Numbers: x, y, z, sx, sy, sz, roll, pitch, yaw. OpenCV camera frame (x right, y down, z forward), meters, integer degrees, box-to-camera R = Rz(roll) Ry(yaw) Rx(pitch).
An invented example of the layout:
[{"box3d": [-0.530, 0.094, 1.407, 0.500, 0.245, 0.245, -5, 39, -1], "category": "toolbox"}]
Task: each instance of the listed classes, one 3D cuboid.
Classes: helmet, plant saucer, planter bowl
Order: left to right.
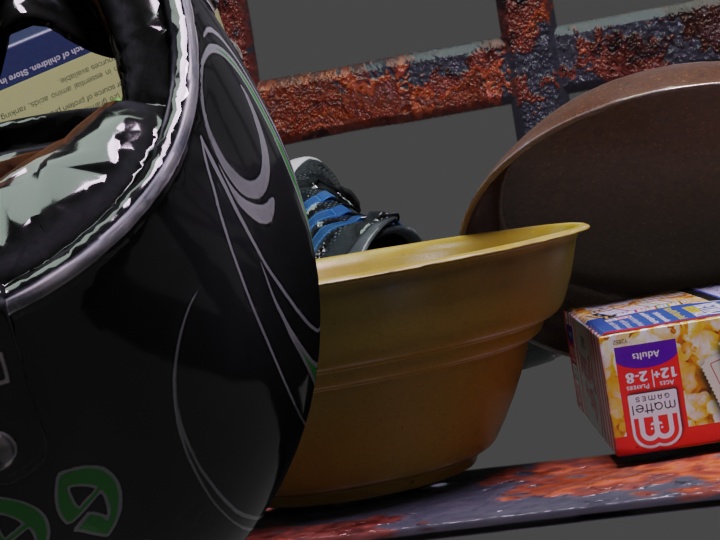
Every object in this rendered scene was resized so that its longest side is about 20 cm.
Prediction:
[{"box3d": [-0.102, 0.008, 0.501, 0.199, 0.200, 0.191, -10, -36, -3], "category": "helmet"}, {"box3d": [-0.007, 0.039, 0.679, 0.200, 0.084, 0.200, -10, 3, 0], "category": "planter bowl"}, {"box3d": [0.141, -0.025, 0.773, 0.200, 0.035, 0.200, -1, -36, -1], "category": "plant saucer"}]

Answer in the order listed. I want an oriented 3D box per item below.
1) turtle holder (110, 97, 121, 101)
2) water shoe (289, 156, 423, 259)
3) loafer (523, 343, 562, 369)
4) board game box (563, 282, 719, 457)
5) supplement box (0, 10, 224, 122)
[{"box3d": [-0.129, 0.029, 0.831, 0.185, 0.132, 0.141, -42, 14, 6], "category": "turtle holder"}, {"box3d": [0.000, 0.000, 0.913, 0.079, 0.072, 0.200, -29, 33, 16], "category": "water shoe"}, {"box3d": [0.047, 0.034, 0.944, 0.200, 0.072, 0.063, -16, 19, 34], "category": "loafer"}, {"box3d": [0.184, 0.024, 0.697, 0.199, 0.046, 0.152, -9, 2, 3], "category": "board game box"}, {"box3d": [-0.162, -0.042, 0.997, 0.200, 0.200, 0.134, -26, 22, -18], "category": "supplement box"}]
